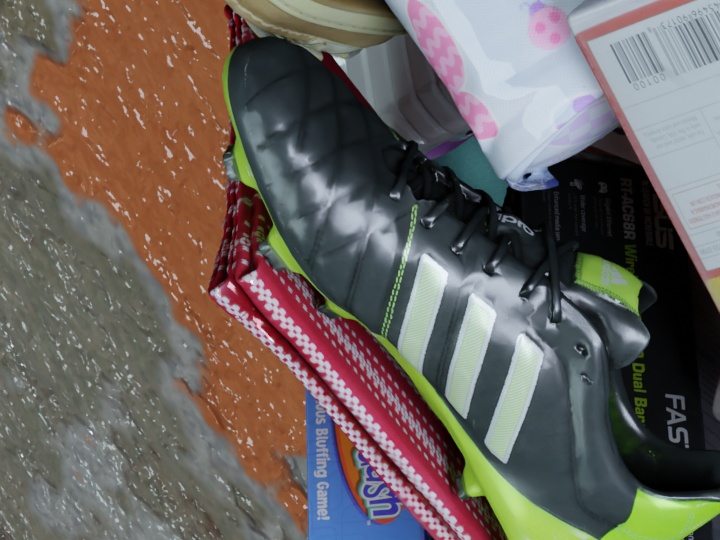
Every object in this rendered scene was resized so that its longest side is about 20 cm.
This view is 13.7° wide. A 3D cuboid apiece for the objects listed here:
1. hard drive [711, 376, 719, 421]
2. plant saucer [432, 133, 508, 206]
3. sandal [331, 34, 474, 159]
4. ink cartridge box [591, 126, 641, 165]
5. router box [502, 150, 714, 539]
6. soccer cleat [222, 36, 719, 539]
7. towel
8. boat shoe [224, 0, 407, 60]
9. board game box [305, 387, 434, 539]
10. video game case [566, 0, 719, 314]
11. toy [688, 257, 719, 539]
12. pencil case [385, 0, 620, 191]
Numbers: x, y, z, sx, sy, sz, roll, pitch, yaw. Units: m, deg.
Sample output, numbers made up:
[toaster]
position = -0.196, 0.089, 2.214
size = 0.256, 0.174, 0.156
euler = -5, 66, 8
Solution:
[hard drive]
position = 0.190, 0.065, 0.856
size = 0.200, 0.026, 0.132
euler = 43, 152, 23
[plant saucer]
position = 0.050, 0.017, 1.156
size = 0.070, 0.019, 0.201
euler = 29, 140, 38
[sandal]
position = 0.025, -0.075, 1.078
size = 0.203, 0.050, 0.083
euler = -36, 66, 43
[ink cartridge box]
position = 0.127, -0.103, 0.890
size = 0.200, 0.075, 0.165
euler = 23, 134, 41
[router box]
position = 0.070, 0.082, 1.028
size = 0.150, 0.062, 0.201
euler = 106, 168, -49
[soccer cleat]
position = 0.035, 0.005, 0.872
size = 0.081, 0.068, 0.200
euler = -28, 110, 24
[towel]
position = 0.000, 0.000, 0.963
size = 0.022, 0.200, 0.145
euler = -31, 117, 17
[boat shoe]
position = -0.016, -0.098, 0.944
size = 0.063, 0.201, 0.073
euler = -35, 93, 18
[board game box]
position = 0.008, 0.106, 1.137
size = 0.200, 0.045, 0.153
euler = 83, -175, -60
[video game case]
position = 0.153, -0.001, 0.776
size = 0.143, 0.017, 0.200
euler = -18, 105, 44
[toy]
position = 0.140, 0.076, 1.008
size = 0.115, 0.047, 0.201
euler = -141, 60, -61
[pencil case]
position = 0.025, -0.125, 0.865
size = 0.083, 0.091, 0.200
euler = -36, 87, 19
